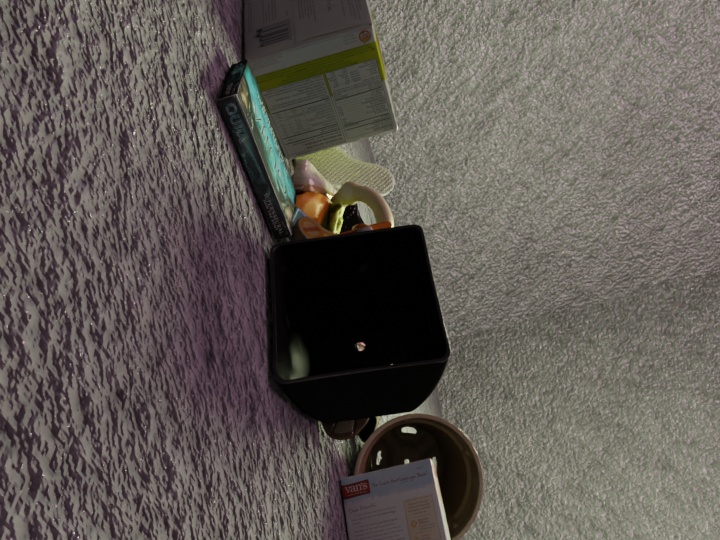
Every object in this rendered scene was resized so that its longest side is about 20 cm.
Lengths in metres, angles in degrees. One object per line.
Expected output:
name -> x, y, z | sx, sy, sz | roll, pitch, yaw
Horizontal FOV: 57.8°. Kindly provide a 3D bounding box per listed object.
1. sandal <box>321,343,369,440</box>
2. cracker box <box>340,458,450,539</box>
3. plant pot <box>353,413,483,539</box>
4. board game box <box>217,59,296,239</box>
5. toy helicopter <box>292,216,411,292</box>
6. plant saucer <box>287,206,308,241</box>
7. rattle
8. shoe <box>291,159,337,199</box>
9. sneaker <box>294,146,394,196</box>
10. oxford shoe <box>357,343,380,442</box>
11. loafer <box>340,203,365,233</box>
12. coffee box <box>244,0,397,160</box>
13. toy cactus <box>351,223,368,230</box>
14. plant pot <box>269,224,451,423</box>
sandal -> -0.031, 0.155, 0.939 | 0.055, 0.080, 0.202 | 99, -18, -44
cracker box -> 0.055, 0.371, 0.877 | 0.058, 0.131, 0.204 | 60, 18, -63
plant pot -> 0.083, 0.327, 1.061 | 0.184, 0.196, 0.205 | 113, -37, -83
board game box -> -0.132, -0.160, 0.870 | 0.136, 0.028, 0.203 | -94, 168, -56
toy helicopter -> -0.010, -0.032, 0.938 | 0.198, 0.079, 0.134 | 24, 42, -28
plant saucer -> -0.039, -0.011, 0.961 | 0.200, 0.019, 0.070 | 46, 26, -16
rattle -> 0.005, -0.051, 1.014 | 0.201, 0.130, 0.143 | 50, 3, 17
shoe -> -0.072, -0.139, 1.110 | 0.200, 0.068, 0.055 | 27, 57, -77
sneaker -> -0.048, -0.173, 1.210 | 0.114, 0.198, 0.074 | -9, -117, 63
oxford shoe -> 0.004, 0.194, 1.041 | 0.075, 0.069, 0.202 | -88, 167, -49
loafer -> -0.033, -0.093, 1.289 | 0.203, 0.072, 0.072 | 65, -17, 15
coffee box -> -0.063, -0.338, 1.061 | 0.199, 0.196, 0.202 | 67, 12, -50
toy cactus -> 0.000, 0.000, 1.159 | 0.200, 0.101, 0.168 | 41, -35, 53
plant pot -> -0.001, 0.087, 0.832 | 0.179, 0.195, 0.203 | 83, -1, -50
